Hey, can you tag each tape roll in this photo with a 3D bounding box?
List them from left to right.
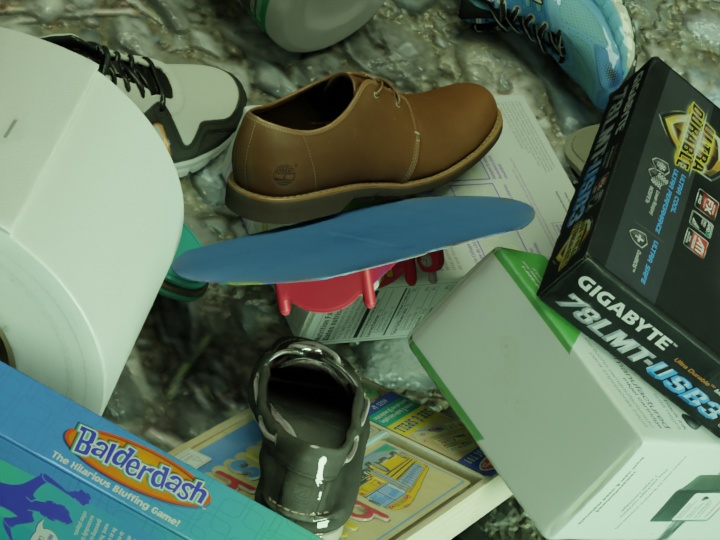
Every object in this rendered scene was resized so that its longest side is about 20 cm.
[{"bbox_3d":[-0.205,-0.007,1.364,0.203,0.203,0.139,24,43,-2],"label":"tape roll"}]

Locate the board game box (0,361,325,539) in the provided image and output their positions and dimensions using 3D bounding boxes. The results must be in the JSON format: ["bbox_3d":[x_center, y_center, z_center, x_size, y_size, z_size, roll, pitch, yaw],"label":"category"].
[{"bbox_3d":[-0.131,0.142,1.290,0.200,0.152,0.045,29,42,3],"label":"board game box"}]

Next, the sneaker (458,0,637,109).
[{"bbox_3d":[0.111,-0.173,1.787,0.090,0.078,0.200,-27,58,-20],"label":"sneaker"}]

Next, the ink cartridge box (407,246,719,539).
[{"bbox_3d":[0.142,0.072,1.483,0.200,0.083,0.147,8,40,-54],"label":"ink cartridge box"}]

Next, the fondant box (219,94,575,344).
[{"bbox_3d":[0.034,-0.033,1.607,0.200,0.058,0.144,-3,51,-29],"label":"fondant box"}]

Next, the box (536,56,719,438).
[{"bbox_3d":[0.205,0.004,1.475,0.198,0.050,0.200,37,39,-10],"label":"box"}]

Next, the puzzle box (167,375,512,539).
[{"bbox_3d":[-0.014,0.112,1.408,0.133,0.025,0.200,25,26,22],"label":"puzzle box"}]

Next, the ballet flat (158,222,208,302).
[{"bbox_3d":[-0.175,-0.041,1.500,0.200,0.070,0.067,41,34,-14],"label":"ballet flat"}]

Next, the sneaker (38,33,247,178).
[{"bbox_3d":[-0.151,-0.100,1.571,0.200,0.080,0.074,-8,51,-33],"label":"sneaker"}]

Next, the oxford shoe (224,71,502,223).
[{"bbox_3d":[0.010,-0.085,1.544,0.200,0.071,0.071,-19,35,-40],"label":"oxford shoe"}]

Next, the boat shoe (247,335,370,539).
[{"bbox_3d":[-0.024,0.073,1.386,0.067,0.057,0.200,11,24,-5],"label":"boat shoe"}]

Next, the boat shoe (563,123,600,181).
[{"bbox_3d":[0.170,-0.048,1.670,0.073,0.063,0.200,-11,18,5],"label":"boat shoe"}]

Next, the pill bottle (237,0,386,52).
[{"bbox_3d":[-0.068,-0.245,1.726,0.113,0.113,0.200,-21,59,-38],"label":"pill bottle"}]

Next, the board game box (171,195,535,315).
[{"bbox_3d":[0.000,0.000,1.453,0.200,0.039,0.158,-15,13,-27],"label":"board game box"}]

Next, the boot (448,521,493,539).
[{"bbox_3d":[0.039,0.214,1.357,0.162,0.073,0.198,-18,50,-40],"label":"boot"}]
